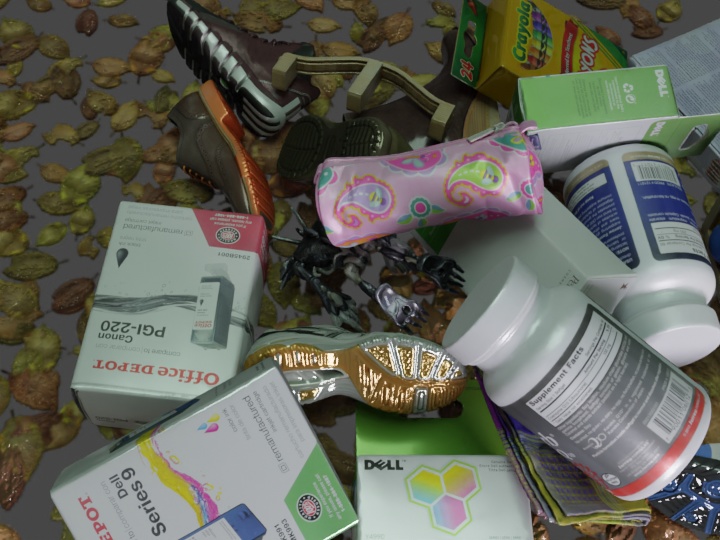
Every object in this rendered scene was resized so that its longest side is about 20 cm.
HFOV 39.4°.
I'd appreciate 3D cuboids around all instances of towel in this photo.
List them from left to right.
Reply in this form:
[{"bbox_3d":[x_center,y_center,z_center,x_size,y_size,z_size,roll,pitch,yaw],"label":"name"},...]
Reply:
[{"bbox_3d":[0.172,0.136,0.884,0.143,0.023,0.201,12,43,-37],"label":"towel"}]

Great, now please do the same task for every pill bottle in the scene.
[{"bbox_3d":[0.173,0.085,0.818,0.200,0.116,0.116,38,63,-5],"label":"pill bottle"},{"bbox_3d":[0.272,-0.012,0.969,0.115,0.116,0.201,-5,59,-5],"label":"pill bottle"}]

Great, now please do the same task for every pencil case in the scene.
[{"bbox_3d":[0.061,-0.075,0.876,0.199,0.088,0.088,-10,58,11],"label":"pencil case"}]

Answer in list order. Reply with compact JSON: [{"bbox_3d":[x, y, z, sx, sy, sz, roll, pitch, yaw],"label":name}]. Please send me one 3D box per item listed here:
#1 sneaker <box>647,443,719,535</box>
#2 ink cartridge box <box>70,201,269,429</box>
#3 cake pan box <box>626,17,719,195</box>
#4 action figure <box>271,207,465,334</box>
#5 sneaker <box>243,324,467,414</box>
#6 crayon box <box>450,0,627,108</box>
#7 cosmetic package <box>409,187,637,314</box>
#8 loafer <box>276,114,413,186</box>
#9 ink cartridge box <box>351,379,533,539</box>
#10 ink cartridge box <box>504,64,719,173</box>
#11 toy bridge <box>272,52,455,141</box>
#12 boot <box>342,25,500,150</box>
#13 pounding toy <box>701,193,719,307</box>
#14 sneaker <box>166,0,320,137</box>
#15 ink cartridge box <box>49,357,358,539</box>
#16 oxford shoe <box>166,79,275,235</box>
[{"bbox_3d":[0.341,0.186,0.890,0.199,0.076,0.077,11,33,6],"label":"sneaker"},{"bbox_3d":[-0.171,0.044,0.936,0.145,0.085,0.201,6,61,1],"label":"ink cartridge box"},{"bbox_3d":[0.420,-0.196,1.124,0.184,0.052,0.200,-25,63,-19],"label":"cake pan box"},{"bbox_3d":[0.000,0.000,0.963,0.119,0.102,0.200,-51,42,-13],"label":"action figure"},{"bbox_3d":[-0.004,0.077,0.910,0.199,0.076,0.088,5,17,-4],"label":"sneaker"},{"bbox_3d":[0.196,-0.221,1.079,0.199,0.051,0.127,23,57,-21],"label":"crayon box"},{"bbox_3d":[0.146,-0.019,0.946,0.085,0.108,0.200,0,39,-43],"label":"cosmetic package"},{"bbox_3d":[-0.018,-0.111,1.007,0.067,0.200,0.076,25,85,-32],"label":"loafer"},{"bbox_3d":[0.066,0.173,0.872,0.147,0.076,0.201,0,60,-2],"label":"ink cartridge box"},{"bbox_3d":[0.248,-0.149,0.990,0.199,0.104,0.060,-6,72,-2],"label":"ink cartridge box"},{"bbox_3d":[0.005,-0.194,1.052,0.199,0.027,0.067,20,50,12],"label":"toy bridge"},{"bbox_3d":[0.062,-0.179,1.085,0.166,0.072,0.201,-6,63,-8],"label":"boot"},{"bbox_3d":[0.392,-0.009,0.932,0.141,0.184,0.201,0,59,-2],"label":"pounding toy"},{"bbox_3d":[-0.121,-0.244,1.125,0.115,0.076,0.200,-34,76,-26],"label":"sneaker"},{"bbox_3d":[-0.123,0.182,0.808,0.199,0.088,0.146,-28,94,-6],"label":"ink cartridge box"},{"bbox_3d":[-0.145,-0.106,1.046,0.073,0.071,0.200,-28,58,4],"label":"oxford shoe"}]
